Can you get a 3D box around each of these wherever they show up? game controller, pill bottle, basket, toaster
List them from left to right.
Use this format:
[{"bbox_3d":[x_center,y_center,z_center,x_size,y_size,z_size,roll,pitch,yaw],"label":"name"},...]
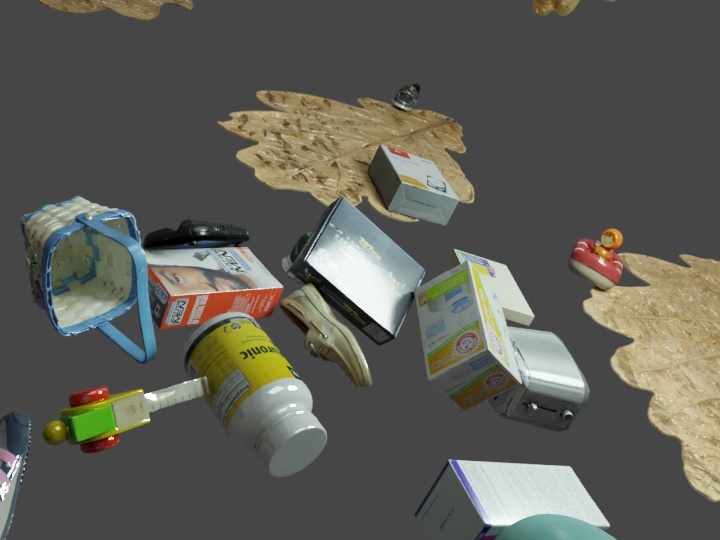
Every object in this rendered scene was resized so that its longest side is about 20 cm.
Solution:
[{"bbox_3d":[-0.330,0.010,1.019,0.200,0.177,0.139,24,37,28],"label":"basket"},{"bbox_3d":[-0.247,-0.047,1.240,0.200,0.104,0.042,0,71,-76],"label":"game controller"},{"bbox_3d":[-0.128,0.152,0.993,0.111,0.111,0.200,-2,38,-43],"label":"pill bottle"},{"bbox_3d":[0.271,0.165,1.325,0.129,0.114,0.200,13,31,-21],"label":"toaster"}]

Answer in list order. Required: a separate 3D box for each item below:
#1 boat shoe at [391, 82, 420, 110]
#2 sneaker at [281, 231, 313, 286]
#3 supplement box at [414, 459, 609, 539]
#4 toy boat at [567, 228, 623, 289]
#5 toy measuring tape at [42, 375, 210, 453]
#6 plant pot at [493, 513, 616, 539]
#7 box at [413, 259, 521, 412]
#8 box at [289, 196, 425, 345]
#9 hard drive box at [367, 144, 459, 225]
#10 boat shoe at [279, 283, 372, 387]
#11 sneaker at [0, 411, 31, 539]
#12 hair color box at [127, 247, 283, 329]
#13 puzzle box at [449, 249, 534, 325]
[{"bbox_3d":[0.153,-0.567,2.631,0.072,0.065,0.200,30,27,5],"label":"boat shoe"},{"bbox_3d":[-0.033,0.004,1.373,0.200,0.091,0.078,28,23,1],"label":"sneaker"},{"bbox_3d":[0.187,0.307,1.000,0.200,0.101,0.103,9,31,-30],"label":"supplement box"},{"bbox_3d":[0.588,-0.042,1.974,0.130,0.131,0.200,30,26,10],"label":"toy boat"},{"bbox_3d":[-0.264,0.155,0.908,0.074,0.074,0.200,40,33,27],"label":"toy measuring tape"},{"bbox_3d":[0.212,0.352,0.845,0.200,0.201,0.161,15,16,-22],"label":"plant pot"},{"bbox_3d":[0.164,0.102,1.275,0.101,0.112,0.200,44,27,-34],"label":"box"},{"bbox_3d":[0.000,0.000,1.322,0.200,0.051,0.158,42,48,-16],"label":"box"},{"bbox_3d":[0.120,-0.202,1.912,0.156,0.077,0.200,14,28,-25],"label":"hard drive box"},{"bbox_3d":[-0.053,0.105,1.211,0.065,0.072,0.200,-29,58,-16],"label":"boat shoe"},{"bbox_3d":[-0.358,0.197,0.748,0.082,0.070,0.200,19,25,-21],"label":"sneaker"},{"bbox_3d":[-0.227,0.021,1.201,0.200,0.064,0.111,-6,40,-45],"label":"hair color box"},{"bbox_3d":[0.266,0.032,1.668,0.133,0.025,0.200,17,27,-18],"label":"puzzle box"}]
